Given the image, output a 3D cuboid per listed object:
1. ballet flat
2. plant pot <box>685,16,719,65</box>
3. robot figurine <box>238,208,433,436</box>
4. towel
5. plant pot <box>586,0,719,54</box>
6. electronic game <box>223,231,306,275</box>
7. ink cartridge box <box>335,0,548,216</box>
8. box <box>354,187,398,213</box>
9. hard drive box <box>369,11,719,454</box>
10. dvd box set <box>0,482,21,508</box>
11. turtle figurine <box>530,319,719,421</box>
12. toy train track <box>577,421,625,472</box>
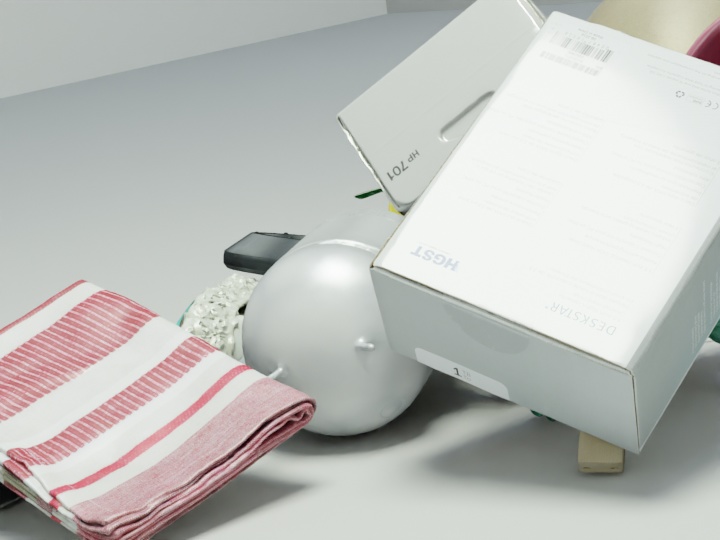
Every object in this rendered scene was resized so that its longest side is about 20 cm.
[{"bbox_3d":[-0.077,0.041,1.222,0.071,0.072,0.200,-6,13,9],"label":"ballet flat"},{"bbox_3d":[0.336,-0.082,1.289,0.178,0.201,0.199,3,3,-40],"label":"plant pot"},{"bbox_3d":[-0.005,0.030,1.119,0.169,0.113,0.200,-33,5,17],"label":"robot figurine"},{"bbox_3d":[-0.141,0.071,1.023,0.199,0.023,0.144,25,46,38],"label":"towel"},{"bbox_3d":[0.277,-0.132,1.582,0.199,0.201,0.135,-4,48,17],"label":"plant pot"},{"bbox_3d":[0.000,0.000,1.353,0.199,0.042,0.200,6,2,0],"label":"electronic game"},{"bbox_3d":[0.093,-0.090,1.241,0.146,0.086,0.200,-37,-23,11],"label":"ink cartridge box"},{"bbox_3d":[0.098,-0.040,1.419,0.199,0.049,0.117,6,4,7],"label":"box"},{"bbox_3d":[0.124,-0.026,1.000,0.155,0.077,0.200,23,60,26],"label":"hard drive box"},{"bbox_3d":[-0.301,0.124,1.067,0.199,0.030,0.146,2,16,36],"label":"dvd box set"},{"bbox_3d":[0.171,0.019,1.116,0.199,0.101,0.150,-20,13,-20],"label":"turtle figurine"},{"bbox_3d":[0.135,0.028,1.027,0.114,0.033,0.201,-1,52,11],"label":"toy train track"}]
